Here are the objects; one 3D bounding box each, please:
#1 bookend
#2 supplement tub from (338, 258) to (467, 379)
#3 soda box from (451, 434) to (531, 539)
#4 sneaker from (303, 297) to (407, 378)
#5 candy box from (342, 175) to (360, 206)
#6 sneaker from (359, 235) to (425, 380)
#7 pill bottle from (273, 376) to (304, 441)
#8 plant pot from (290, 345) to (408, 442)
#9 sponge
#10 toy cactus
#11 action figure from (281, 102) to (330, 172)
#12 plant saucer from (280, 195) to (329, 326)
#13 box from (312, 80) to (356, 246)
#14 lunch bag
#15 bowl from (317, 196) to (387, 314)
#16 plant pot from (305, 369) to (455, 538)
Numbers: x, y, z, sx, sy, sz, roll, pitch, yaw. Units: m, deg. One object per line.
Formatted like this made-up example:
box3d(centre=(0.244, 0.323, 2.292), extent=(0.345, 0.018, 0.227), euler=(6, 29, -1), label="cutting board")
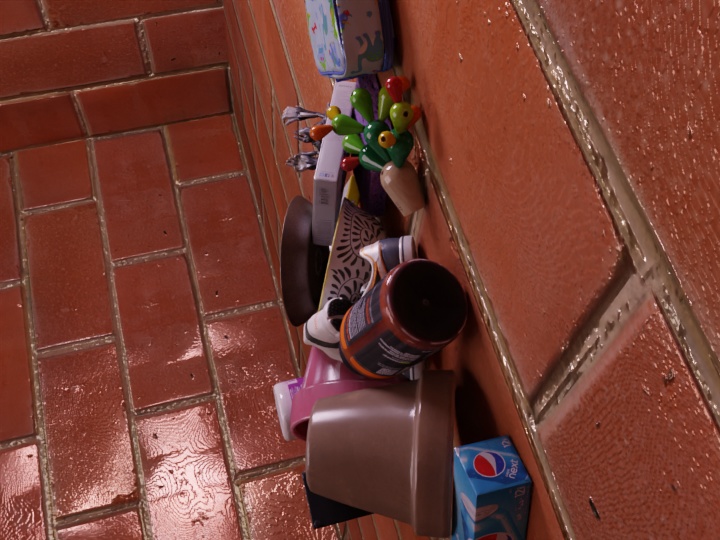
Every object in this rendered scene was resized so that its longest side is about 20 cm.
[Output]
box3d(centre=(-0.001, 0.363, 1.433), extent=(0.199, 0.199, 0.093), euler=(122, 135, -74), label="bookend")
box3d(centre=(0.039, 0.067, 1.012), extent=(0.200, 0.106, 0.107), euler=(-43, 58, 59), label="supplement tub")
box3d(centre=(0.142, 0.278, 0.940), extent=(0.068, 0.064, 0.201), euler=(-114, 15, -50), label="soda box")
box3d(centre=(0.005, 0.100, 1.183), extent=(0.080, 0.200, 0.074), euler=(-29, 43, 38), label="sneaker")
box3d(centre=(-0.030, -0.049, 1.394), extent=(0.102, 0.026, 0.201), euler=(155, 127, -79), label="candy box")
box3d(centre=(0.044, 0.053, 1.138), extent=(0.078, 0.079, 0.201), euler=(-63, -33, -74), label="sneaker")
box3d(centre=(-0.058, 0.248, 1.608), extent=(0.112, 0.199, 0.113), euler=(168, 90, -79), label="pill bottle")
box3d(centre=(-0.007, 0.169, 1.325), extent=(0.200, 0.199, 0.180), euler=(98, 173, -62), label="plant pot")
box3d(centre=(0.014, -0.174, 1.215), extent=(0.200, 0.030, 0.112), euler=(95, 162, -61), label="sponge")
box3d(centre=(0.025, -0.144, 1.025), extent=(0.200, 0.102, 0.166), euler=(-18, 100, 60), label="toy cactus")
box3d(centre=(-0.091, -0.234, 1.527), extent=(0.200, 0.101, 0.120), euler=(158, 111, -81), label="action figure")
box3d(centre=(-0.079, -0.014, 1.288), extent=(0.200, 0.036, 0.202), euler=(1, -90, -78), label="plant saucer")
box3d(centre=(-0.038, -0.157, 1.236), extent=(0.145, 0.036, 0.201), euler=(97, -177, -54), label="box")
box3d(centre=(-0.018, -0.323, 1.071), extent=(0.200, 0.082, 0.162), euler=(-137, 37, -73), label="lunch bag")
box3d(centre=(0.000, 0.000, 1.233), extent=(0.201, 0.094, 0.202), euler=(11, -90, -90), label="bowl")
box3d(centre=(0.027, 0.215, 1.030), extent=(0.200, 0.174, 0.201), euler=(3, -90, -83), label="plant pot")
